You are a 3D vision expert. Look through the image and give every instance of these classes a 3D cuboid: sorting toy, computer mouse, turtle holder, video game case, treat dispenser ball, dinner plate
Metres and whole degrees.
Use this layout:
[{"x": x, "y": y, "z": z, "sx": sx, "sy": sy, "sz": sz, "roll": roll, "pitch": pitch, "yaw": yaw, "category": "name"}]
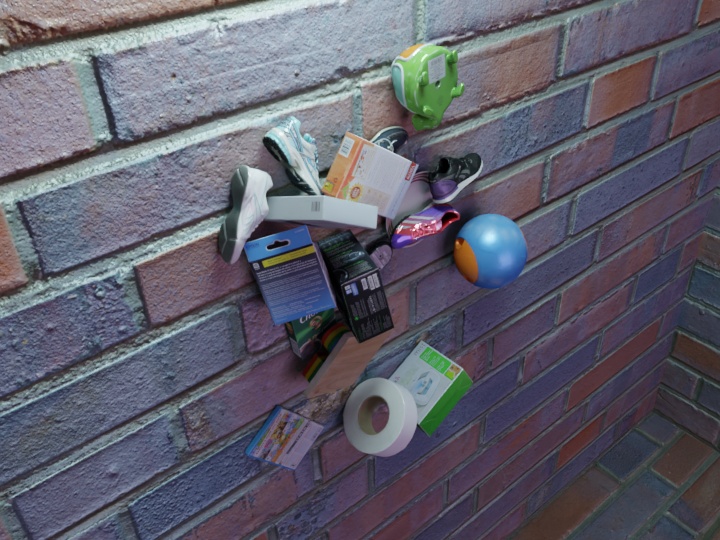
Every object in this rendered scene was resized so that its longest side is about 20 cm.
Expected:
[{"x": -0.044, "y": 0.203, "z": 1.698, "sx": 0.199, "sy": 0.070, "sz": 0.199, "roll": -4, "pitch": 133, "yaw": -57, "category": "sorting toy"}, {"x": 0.000, "y": 0.000, "z": 1.698, "sx": 0.200, "sy": 0.034, "sz": 0.059, "roll": -40, "pitch": 122, "yaw": -9, "category": "computer mouse"}, {"x": 0.141, "y": -0.402, "z": 1.500, "sx": 0.141, "sy": 0.131, "sz": 0.185, "roll": -53, "pitch": 140, "yaw": -6, "category": "turtle holder"}, {"x": -0.192, "y": 0.436, "z": 1.791, "sx": 0.144, "sy": 0.018, "sz": 0.200, "roll": -54, "pitch": 140, "yaw": -2, "category": "video game case"}, {"x": 0.351, "y": -0.051, "z": 1.874, "sx": 0.200, "sy": 0.200, "sz": 0.202, "roll": -24, "pitch": 130, "yaw": -32, "category": "treat dispenser ball"}, {"x": 0.132, "y": -0.154, "z": 1.731, "sx": 0.199, "sy": 0.024, "sz": 0.202, "roll": -24, "pitch": 131, "yaw": -32, "category": "dinner plate"}]

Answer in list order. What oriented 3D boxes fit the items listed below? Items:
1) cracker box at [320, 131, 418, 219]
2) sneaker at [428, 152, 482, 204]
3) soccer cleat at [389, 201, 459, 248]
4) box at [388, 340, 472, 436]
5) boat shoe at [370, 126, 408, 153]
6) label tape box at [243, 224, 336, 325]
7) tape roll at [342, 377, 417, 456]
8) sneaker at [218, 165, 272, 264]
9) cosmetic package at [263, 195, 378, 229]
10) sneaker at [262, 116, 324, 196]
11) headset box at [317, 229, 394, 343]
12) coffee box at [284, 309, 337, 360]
[{"x": 0.022, "y": -0.197, "z": 1.472, "sx": 0.199, "sy": 0.058, "sz": 0.135, "roll": 14, "pitch": 105, "yaw": -49, "category": "cracker box"}, {"x": 0.238, "y": -0.254, "z": 1.723, "sx": 0.200, "sy": 0.075, "sz": 0.088, "roll": -47, "pitch": 127, "yaw": -35, "category": "sneaker"}, {"x": 0.158, "y": -0.109, "z": 1.711, "sx": 0.199, "sy": 0.073, "sz": 0.069, "roll": -32, "pitch": 134, "yaw": -27, "category": "soccer cleat"}, {"x": 0.186, "y": 0.334, "z": 1.976, "sx": 0.200, "sy": 0.176, "sz": 0.097, "roll": -48, "pitch": 138, "yaw": -10, "category": "box"}, {"x": 0.038, "y": -0.260, "z": 1.541, "sx": 0.199, "sy": 0.062, "sz": 0.075, "roll": -29, "pitch": 133, "yaw": -28, "category": "boat shoe"}, {"x": -0.147, "y": 0.001, "z": 1.466, "sx": 0.142, "sy": 0.066, "sz": 0.201, "roll": -16, "pitch": 114, "yaw": 5, "category": "label tape box"}, {"x": 0.052, "y": 0.395, "z": 1.867, "sx": 0.071, "sy": 0.202, "sz": 0.203, "roll": 28, "pitch": 94, "yaw": -50, "category": "tape roll"}, {"x": -0.224, "y": -0.104, "z": 1.376, "sx": 0.080, "sy": 0.070, "sz": 0.202, "roll": 4, "pitch": 111, "yaw": -45, "category": "sneaker"}, {"x": -0.087, "y": -0.116, "z": 1.404, "sx": 0.150, "sy": 0.199, "sz": 0.052, "roll": 3, "pitch": 91, "yaw": -45, "category": "cosmetic package"}, {"x": -0.112, "y": -0.225, "z": 1.407, "sx": 0.086, "sy": 0.077, "sz": 0.200, "roll": -49, "pitch": 139, "yaw": -14, "category": "sneaker"}, {"x": -0.017, "y": 0.029, "z": 1.563, "sx": 0.092, "sy": 0.200, "sz": 0.175, "roll": -22, "pitch": 127, "yaw": -9, "category": "headset box"}, {"x": -0.121, "y": 0.104, "z": 1.630, "sx": 0.122, "sy": 0.044, "sz": 0.201, "roll": -32, "pitch": 134, "yaw": -26, "category": "coffee box"}]
